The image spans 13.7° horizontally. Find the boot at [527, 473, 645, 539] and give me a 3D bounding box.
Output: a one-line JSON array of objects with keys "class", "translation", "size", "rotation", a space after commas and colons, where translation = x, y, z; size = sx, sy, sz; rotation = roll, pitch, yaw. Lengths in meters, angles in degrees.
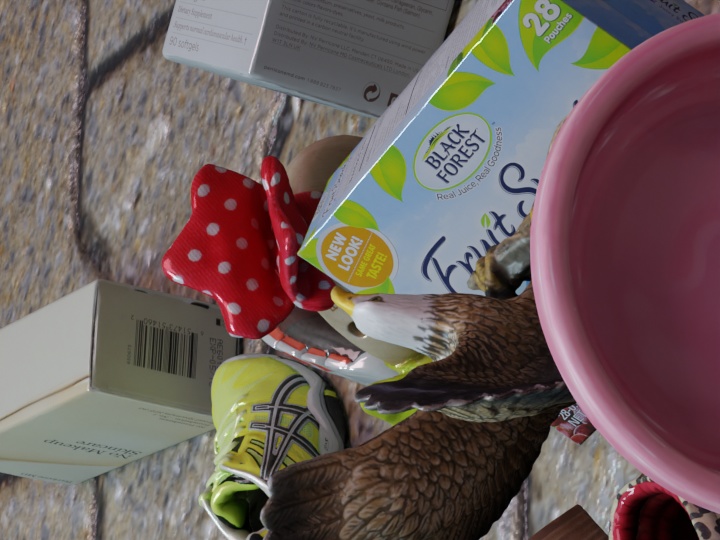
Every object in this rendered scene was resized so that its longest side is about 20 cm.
[{"class": "boot", "translation": [0.166, 0.140, 1.243], "size": [0.155, 0.200, 0.077], "rotation": [48, 139, 14]}]

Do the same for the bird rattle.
[{"class": "bird rattle", "translation": [0.000, 0.000, 1.502], "size": [0.113, 0.199, 0.163], "rotation": [-51, 14, 35]}]

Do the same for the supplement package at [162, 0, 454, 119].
[{"class": "supplement package", "translation": [-0.013, -0.195, 1.664], "size": [0.117, 0.117, 0.201], "rotation": [18, 92, 60]}]

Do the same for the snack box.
[{"class": "snack box", "translation": [0.094, -0.038, 1.360], "size": [0.200, 0.168, 0.068], "rotation": [-48, 13, 37]}]

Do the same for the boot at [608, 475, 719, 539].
[{"class": "boot", "translation": [0.188, 0.158, 1.136], "size": [0.074, 0.153, 0.204], "rotation": [-59, 35, 28]}]

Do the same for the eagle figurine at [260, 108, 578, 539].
[{"class": "eagle figurine", "translation": [0.050, 0.048, 1.263], "size": [0.150, 0.152, 0.200], "rotation": [-5, 38, 24]}]

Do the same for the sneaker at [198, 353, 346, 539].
[{"class": "sneaker", "translation": [-0.051, 0.106, 1.637], "size": [0.076, 0.076, 0.200], "rotation": [-64, 31, 22]}]

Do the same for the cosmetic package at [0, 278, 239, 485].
[{"class": "cosmetic package", "translation": [-0.167, 0.071, 1.821], "size": [0.200, 0.103, 0.073], "rotation": [-26, 56, 54]}]

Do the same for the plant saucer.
[{"class": "plant saucer", "translation": [0.157, 0.002, 1.154], "size": [0.051, 0.200, 0.202], "rotation": [136, 141, -70]}]

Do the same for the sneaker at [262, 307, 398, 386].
[{"class": "sneaker", "translation": [-0.013, 0.009, 1.622], "size": [0.200, 0.077, 0.082], "rotation": [32, 99, 58]}]
